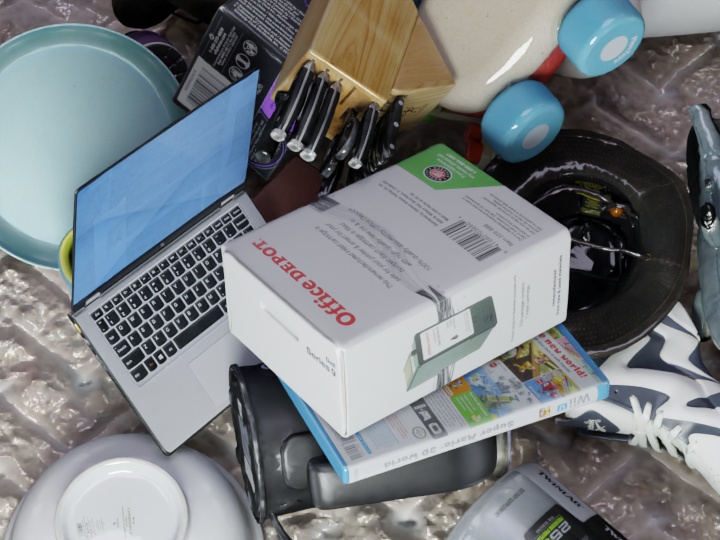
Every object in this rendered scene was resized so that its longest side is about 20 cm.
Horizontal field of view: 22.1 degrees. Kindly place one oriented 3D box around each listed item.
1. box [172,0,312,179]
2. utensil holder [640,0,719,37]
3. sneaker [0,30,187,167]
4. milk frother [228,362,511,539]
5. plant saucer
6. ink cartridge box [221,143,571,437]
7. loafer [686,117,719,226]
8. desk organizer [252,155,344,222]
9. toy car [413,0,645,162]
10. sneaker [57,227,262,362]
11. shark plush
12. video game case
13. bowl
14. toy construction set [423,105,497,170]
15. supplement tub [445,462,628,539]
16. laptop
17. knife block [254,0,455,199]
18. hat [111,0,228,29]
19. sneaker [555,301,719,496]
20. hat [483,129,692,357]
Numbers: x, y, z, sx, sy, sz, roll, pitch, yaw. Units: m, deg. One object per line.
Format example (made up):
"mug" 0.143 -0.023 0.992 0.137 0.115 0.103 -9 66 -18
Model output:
"box" -0.043 -0.188 1.502 0.106 0.122 0.200 40 45 4
"utensil holder" 0.228 -0.278 1.575 0.199 0.170 0.170 -7 61 -1
"sneaker" -0.239 -0.130 1.555 0.200 0.076 0.088 -34 33 -6
"milk frother" 0.013 0.161 1.340 0.187 0.201 0.181 -9 34 -10
"plant saucer" -0.234 -0.100 1.494 0.199 0.027 0.201 -2 99 -13
"ink cartridge box" 0.024 0.009 1.276 0.200 0.084 0.146 -26 44 -27
"loafer" 0.325 -0.037 1.501 0.072 0.073 0.201 -13 71 -17
"desk organizer" 0.000 0.000 1.472 0.200 0.072 0.077 34 63 17
"toy car" 0.150 -0.189 1.453 0.177 0.200 0.184 -48 60 21
"sneaker" -0.152 0.029 1.415 0.200 0.131 0.080 24 73 14
"shark plush" 0.288 -0.032 1.417 0.091 0.083 0.201 -1 81 33
"video game case" 0.052 0.069 1.282 0.199 0.018 0.143 -17 40 -17
"bowl" -0.170 0.197 1.349 0.200 0.090 0.202 0 60 -1
"toy construction set" 0.091 -0.106 1.518 0.131 0.092 0.201 14 66 -10
"supplement tub" 0.157 0.242 1.307 0.200 0.123 0.123 39 67 19
"laptop" -0.109 -0.006 1.340 0.187 0.116 0.200 -39 99 -35
"knife block" -0.027 -0.152 1.352 0.175 0.064 0.200 -10 67 -41
"hat" -0.113 -0.246 1.548 0.200 0.201 0.081 -39 84 -20
"sneaker" 0.219 0.119 1.402 0.129 0.080 0.200 -19 62 -9
"hat" 0.163 -0.006 1.428 0.200 0.081 0.201 -2 60 3
